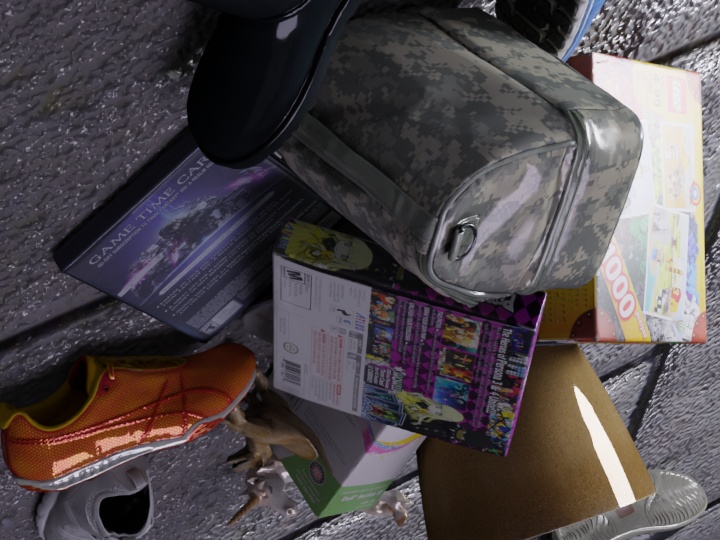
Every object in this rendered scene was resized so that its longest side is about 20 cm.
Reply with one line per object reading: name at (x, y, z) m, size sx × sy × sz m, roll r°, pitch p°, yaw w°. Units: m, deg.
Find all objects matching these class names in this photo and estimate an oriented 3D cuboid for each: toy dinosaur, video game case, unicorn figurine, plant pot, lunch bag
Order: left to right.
video game case at (-0.102, -0.024, 1.359) m, size 0.143 × 0.019 × 0.200 m, roll -41°, pitch 152°, yaw 8°
toy dinosaur at (-0.068, 0.109, 1.498) m, size 0.058 × 0.101 × 0.200 m, roll -52°, pitch -168°, yaw -19°
unicorn figurine at (-0.008, 0.154, 1.675) m, size 0.201 × 0.137 × 0.074 m, roll -59°, pitch -168°, yaw -4°
video game case at (0.028, 0.050, 1.376) m, size 0.200 × 0.180 × 0.036 m, roll 93°, pitch 15°, yaw -61°
lunch bag at (0.048, -0.074, 1.263) m, size 0.167 × 0.200 × 0.140 m, roll -6°, pitch 126°, yaw -42°
plant pot at (0.114, 0.108, 1.589) m, size 0.185 × 0.202 × 0.186 m, roll -18°, pitch 173°, yaw -2°

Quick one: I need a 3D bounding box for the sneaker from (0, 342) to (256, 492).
sneaker at (-0.157, 0.088, 1.406) m, size 0.199 × 0.073 × 0.078 m, roll -23°, pitch 112°, yaw -31°

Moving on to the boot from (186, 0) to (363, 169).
boot at (-0.074, -0.153, 1.124) m, size 0.201 × 0.076 × 0.168 m, roll -55°, pitch 152°, yaw 17°

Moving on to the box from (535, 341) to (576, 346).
box at (0.131, -0.024, 1.494) m, size 0.044 × 0.162 × 0.199 m, roll -4°, pitch 177°, yaw 41°

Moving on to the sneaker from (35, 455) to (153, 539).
sneaker at (-0.194, 0.186, 1.507) m, size 0.074 × 0.082 × 0.201 m, roll -24°, pitch 150°, yaw -23°

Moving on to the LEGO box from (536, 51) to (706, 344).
LEGO box at (0.180, -0.047, 1.461) m, size 0.077 × 0.202 × 0.148 m, roll -3°, pitch 177°, yaw 41°

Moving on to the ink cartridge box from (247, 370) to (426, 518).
ink cartridge box at (0.009, 0.078, 1.541) m, size 0.067 × 0.117 × 0.200 m, roll -2°, pitch 137°, yaw -46°

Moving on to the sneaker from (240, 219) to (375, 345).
sneaker at (0.000, 0.000, 1.444) m, size 0.199 × 0.082 × 0.077 m, roll -20°, pitch 137°, yaw 34°

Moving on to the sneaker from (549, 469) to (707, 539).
sneaker at (0.290, 0.290, 2.267) m, size 0.198 × 0.075 × 0.107 m, roll -14°, pitch 151°, yaw -22°

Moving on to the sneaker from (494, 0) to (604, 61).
sneaker at (0.159, -0.207, 1.318) m, size 0.089 × 0.079 × 0.201 m, roll -9°, pitch 141°, yaw -39°
